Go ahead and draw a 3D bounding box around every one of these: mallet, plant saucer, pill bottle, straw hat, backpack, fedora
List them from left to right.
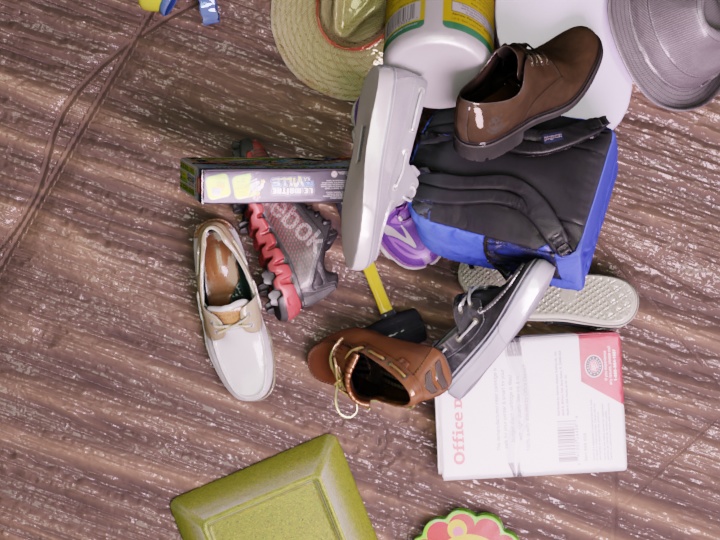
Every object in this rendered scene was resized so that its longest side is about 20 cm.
[{"bbox_3d":[-0.082,0.305,1.721,0.198,0.048,0.201,-22,89,-1],"label":"plant saucer"},{"bbox_3d":[-0.003,-0.287,1.709,0.199,0.085,0.203,0,89,-1],"label":"straw hat"},{"bbox_3d":[0.000,0.000,1.719,0.065,0.041,0.201,-29,94,-11],"label":"mallet"},{"bbox_3d":[0.081,-0.276,1.635,0.111,0.113,0.202,3,57,0],"label":"pill bottle"},{"bbox_3d":[0.149,-0.068,1.639,0.198,0.168,0.164,13,65,16],"label":"backpack"},{"bbox_3d":[0.352,-0.265,1.658,0.199,0.090,0.178,-27,96,-44],"label":"fedora"}]

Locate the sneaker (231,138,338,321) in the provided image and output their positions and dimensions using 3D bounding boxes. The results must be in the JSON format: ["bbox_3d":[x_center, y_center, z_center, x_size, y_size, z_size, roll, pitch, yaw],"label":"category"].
[{"bbox_3d":[-0.079,-0.051,1.716,0.097,0.071,0.202,-17,82,-13],"label":"sneaker"}]

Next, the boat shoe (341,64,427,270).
[{"bbox_3d":[0.026,-0.098,1.575,0.068,0.072,0.202,8,88,-18],"label":"boat shoe"}]

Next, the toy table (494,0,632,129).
[{"bbox_3d":[0.209,-0.231,1.694,0.182,0.117,0.202,-14,90,-1],"label":"toy table"}]

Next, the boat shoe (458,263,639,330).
[{"bbox_3d":[0.201,0.024,1.719,0.198,0.062,0.075,11,81,15],"label":"boat shoe"}]

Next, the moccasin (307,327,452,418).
[{"bbox_3d":[0.007,0.109,1.659,0.077,0.200,0.074,-31,117,-32],"label":"moccasin"}]

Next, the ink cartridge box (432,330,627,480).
[{"bbox_3d":[0.176,0.142,1.705,0.198,0.084,0.146,-3,90,0],"label":"ink cartridge box"}]

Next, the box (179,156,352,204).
[{"bbox_3d":[-0.076,-0.093,1.632,0.198,0.110,0.035,-2,101,-18],"label":"box"}]

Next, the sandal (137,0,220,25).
[{"bbox_3d":[-0.150,-0.343,1.720,0.087,0.080,0.201,36,98,-3],"label":"sandal"}]

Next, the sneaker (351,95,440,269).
[{"bbox_3d":[0.033,-0.097,1.709,0.080,0.083,0.202,-19,91,0],"label":"sneaker"}]

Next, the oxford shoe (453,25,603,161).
[{"bbox_3d":[0.169,-0.191,1.569,0.072,0.085,0.200,30,56,33],"label":"oxford shoe"}]

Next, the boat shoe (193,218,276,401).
[{"bbox_3d":[-0.141,0.045,1.714,0.074,0.068,0.202,-17,90,0],"label":"boat shoe"}]

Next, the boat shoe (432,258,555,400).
[{"bbox_3d":[0.119,0.051,1.588,0.071,0.072,0.201,39,129,6],"label":"boat shoe"}]

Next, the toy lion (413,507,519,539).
[{"bbox_3d":[0.131,0.363,1.719,0.190,0.069,0.202,12,90,7],"label":"toy lion"}]
